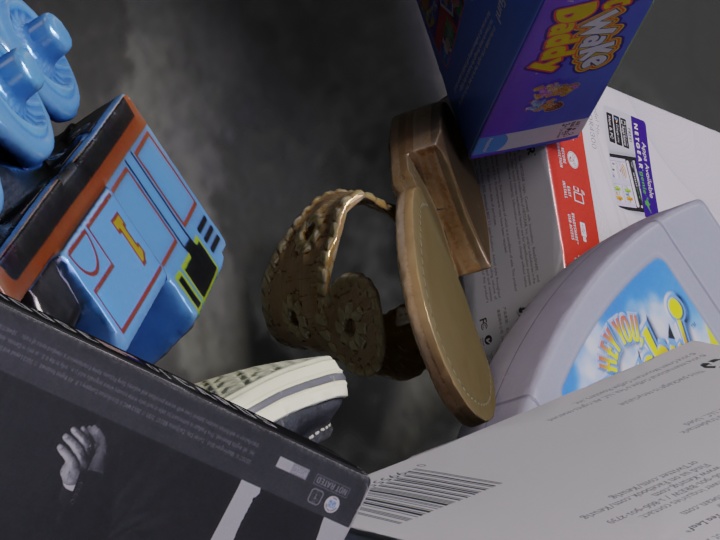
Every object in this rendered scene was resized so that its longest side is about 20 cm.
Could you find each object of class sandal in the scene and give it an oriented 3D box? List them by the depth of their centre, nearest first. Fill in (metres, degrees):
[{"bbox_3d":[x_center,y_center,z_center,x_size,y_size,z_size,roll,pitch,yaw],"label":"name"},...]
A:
[{"bbox_3d":[0.002,0.005,1.004,0.212,0.069,0.078,-81,151,-68],"label":"sandal"}]

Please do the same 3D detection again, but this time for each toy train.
[{"bbox_3d":[-0.101,-0.004,0.810,0.114,0.086,0.200,53,14,-11],"label":"toy train"}]

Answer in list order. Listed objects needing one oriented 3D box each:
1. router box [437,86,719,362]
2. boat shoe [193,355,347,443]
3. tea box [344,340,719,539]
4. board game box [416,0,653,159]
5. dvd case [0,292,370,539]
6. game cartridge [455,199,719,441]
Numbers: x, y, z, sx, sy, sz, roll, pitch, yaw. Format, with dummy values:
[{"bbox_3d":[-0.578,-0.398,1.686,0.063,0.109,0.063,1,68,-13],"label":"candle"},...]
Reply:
[{"bbox_3d":[0.114,0.037,1.139,0.179,0.049,0.201,16,59,-48],"label":"router box"},{"bbox_3d":[-0.068,0.080,0.818,0.200,0.074,0.063,-37,106,-48],"label":"boat shoe"},{"bbox_3d":[0.088,0.145,0.852,0.199,0.133,0.198,-16,109,-44],"label":"tea box"},{"bbox_3d":[0.058,-0.144,1.011,0.045,0.200,0.135,-12,69,-16],"label":"board game box"},{"bbox_3d":[-0.100,0.110,0.723,0.150,0.025,0.201,28,91,-34],"label":"dvd case"},{"bbox_3d":[0.102,0.063,1.036,0.134,0.040,0.200,52,40,-10],"label":"game cartridge"}]
